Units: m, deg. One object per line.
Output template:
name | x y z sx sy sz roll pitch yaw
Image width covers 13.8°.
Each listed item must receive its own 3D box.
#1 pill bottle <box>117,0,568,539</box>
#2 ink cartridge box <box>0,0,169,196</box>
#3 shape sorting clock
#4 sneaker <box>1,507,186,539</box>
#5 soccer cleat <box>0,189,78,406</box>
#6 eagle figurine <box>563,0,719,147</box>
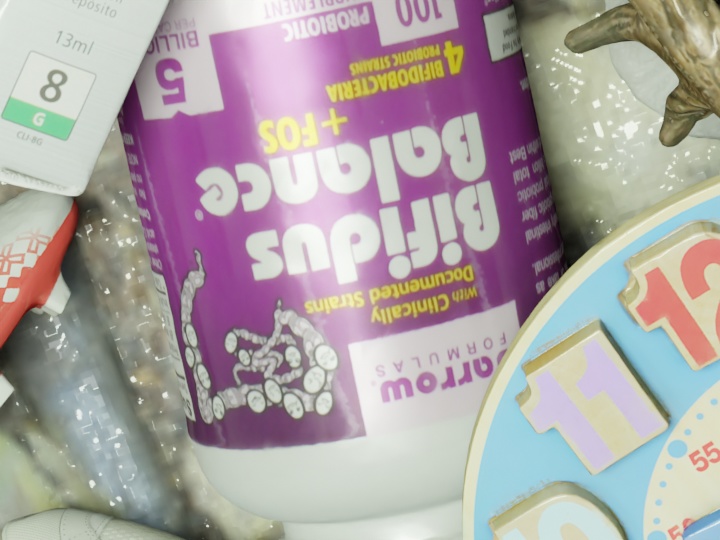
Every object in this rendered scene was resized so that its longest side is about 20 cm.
pill bottle | 0.000 0.000 0.807 0.112 0.112 0.201 -11 98 11
ink cartridge box | -0.074 -0.140 0.771 0.050 0.161 0.200 16 107 -29
shape sorting clock | 0.125 0.064 0.749 0.199 0.039 0.201 1 109 3
sneaker | -0.093 0.163 0.879 0.092 0.076 0.200 21 95 13
soccer cleat | -0.164 0.036 0.838 0.200 0.069 0.085 -45 101 -7
eagle figurine | 0.156 -0.106 0.772 0.200 0.151 0.152 -37 138 -15
